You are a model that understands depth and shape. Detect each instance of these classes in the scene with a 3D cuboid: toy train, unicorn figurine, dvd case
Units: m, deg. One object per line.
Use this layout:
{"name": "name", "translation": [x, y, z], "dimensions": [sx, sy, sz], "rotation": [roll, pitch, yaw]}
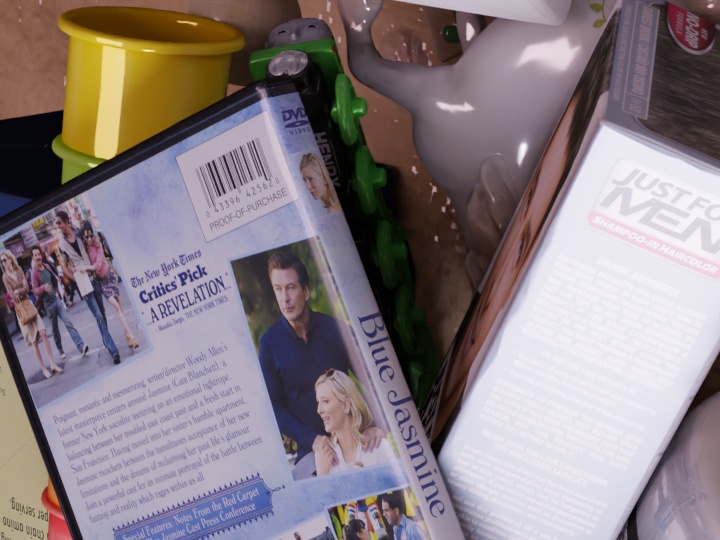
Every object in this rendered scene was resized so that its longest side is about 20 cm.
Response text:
{"name": "toy train", "translation": [0.000, 0.000, 0.865], "dimensions": [0.041, 0.057, 0.201], "rotation": [-8, 130, 10]}
{"name": "unicorn figurine", "translation": [0.053, -0.062, 0.819], "dimensions": [0.200, 0.074, 0.138], "rotation": [-48, 59, 47]}
{"name": "dvd case", "translation": [-0.038, 0.060, 0.763], "dimensions": [0.142, 0.017, 0.201], "rotation": [-23, 86, 41]}

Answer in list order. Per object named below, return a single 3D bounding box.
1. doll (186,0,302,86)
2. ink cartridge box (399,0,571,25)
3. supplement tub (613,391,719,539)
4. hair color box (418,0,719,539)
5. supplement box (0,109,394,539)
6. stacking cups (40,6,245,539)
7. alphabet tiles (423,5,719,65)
{"name": "doll", "translation": [-0.029, -0.160, 0.862], "dimensions": [0.136, 0.048, 0.201], "rotation": [-6, 71, 50]}
{"name": "ink cartridge box", "translation": [0.022, -0.184, 0.765], "dimensions": [0.115, 0.067, 0.201], "rotation": [11, 86, 19]}
{"name": "supplement tub", "translation": [0.110, 0.142, 0.775], "dimensions": [0.123, 0.122, 0.201], "rotation": [49, 131, 30]}
{"name": "hair color box", "translation": [0.060, 0.028, 0.761], "dimensions": [0.060, 0.099, 0.201], "rotation": [23, 119, -3]}
{"name": "supplement box", "translation": [-0.099, 0.055, 0.984], "dimensions": [0.199, 0.134, 0.201], "rotation": [13, 109, 46]}
{"name": "stacking cups", "translation": [-0.079, 0.017, 0.833], "dimensions": [0.060, 0.060, 0.201], "rotation": [25, 113, 43]}
{"name": "alphabet tiles", "translation": [0.085, -0.113, 0.831], "dimensions": [0.200, 0.008, 0.168], "rotation": [-22, 82, 50]}
